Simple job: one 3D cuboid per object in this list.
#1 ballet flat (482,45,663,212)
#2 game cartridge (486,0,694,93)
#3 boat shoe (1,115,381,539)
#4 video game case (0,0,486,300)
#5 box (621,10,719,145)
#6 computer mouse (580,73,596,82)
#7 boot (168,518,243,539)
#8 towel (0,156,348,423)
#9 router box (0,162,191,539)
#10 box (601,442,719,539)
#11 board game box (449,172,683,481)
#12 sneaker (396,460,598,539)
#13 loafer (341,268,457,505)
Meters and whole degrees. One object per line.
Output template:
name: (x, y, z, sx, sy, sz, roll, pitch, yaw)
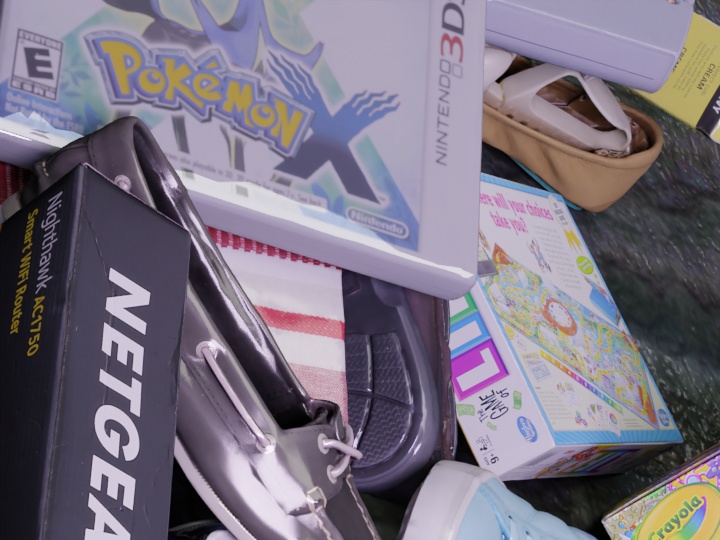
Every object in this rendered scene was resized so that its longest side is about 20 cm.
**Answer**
ballet flat: (0.068, -0.094, 1.278, 0.200, 0.063, 0.069, 27, 43, -36)
game cartridge: (0.089, -0.167, 1.224, 0.133, 0.041, 0.200, 12, 45, -15)
boat shoe: (-0.042, 0.036, 0.907, 0.200, 0.057, 0.067, 51, 12, -1)
video game case: (-0.042, -0.097, 1.002, 0.200, 0.022, 0.183, 17, 58, -23)
box: (0.132, -0.117, 1.295, 0.075, 0.050, 0.200, 23, 11, -48)
computer mouse: (0.016, -0.131, 1.214, 0.200, 0.053, 0.139, -8, 56, -35)
boot: (-0.055, 0.121, 0.917, 0.073, 0.090, 0.200, 58, 34, 4)
towel: (-0.073, -0.028, 0.981, 0.144, 0.023, 0.200, 11, 63, -29)
router box: (-0.122, 0.084, 0.813, 0.051, 0.149, 0.200, 33, 39, -31)
box: (0.199, 0.155, 1.105, 0.193, 0.122, 0.200, 61, 3, 7)
board game box: (0.073, 0.024, 1.163, 0.135, 0.034, 0.200, 65, 18, 13)
sneaker: (0.069, 0.120, 1.014, 0.200, 0.082, 0.074, 30, 73, -69)
loafer: (0.000, 0.000, 1.047, 0.063, 0.072, 0.200, 40, 37, -57)
